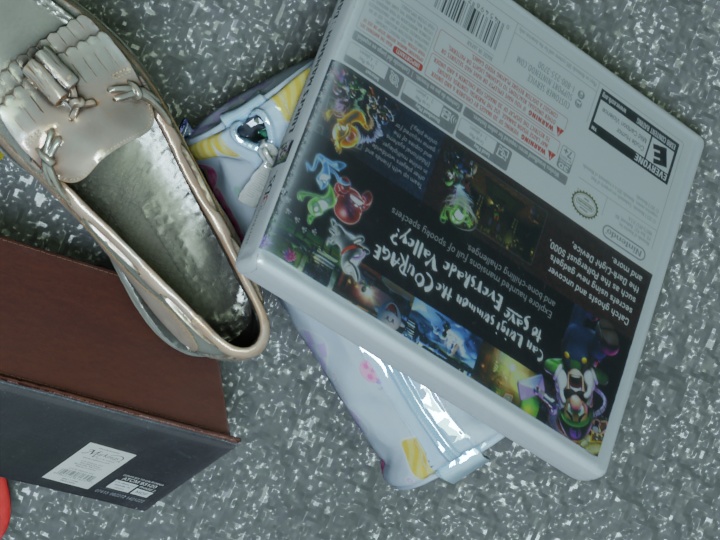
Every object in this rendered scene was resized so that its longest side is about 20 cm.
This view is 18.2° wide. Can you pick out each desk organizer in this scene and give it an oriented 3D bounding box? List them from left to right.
[{"bbox_3d":[-0.154,0.037,0.973,0.200,0.072,0.077,19,48,-40],"label":"desk organizer"}]

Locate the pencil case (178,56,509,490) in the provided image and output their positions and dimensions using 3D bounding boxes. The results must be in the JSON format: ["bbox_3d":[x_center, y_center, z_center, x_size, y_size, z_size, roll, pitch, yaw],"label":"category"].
[{"bbox_3d":[0.000,0.000,1.016,0.083,0.091,0.200,-32,100,-6],"label":"pencil case"}]

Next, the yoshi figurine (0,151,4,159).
[{"bbox_3d":[-0.255,-0.088,0.959,0.112,0.112,0.200,-43,97,3],"label":"yoshi figurine"}]

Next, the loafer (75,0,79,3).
[{"bbox_3d":[-0.166,-0.160,0.981,0.068,0.076,0.200,-40,99,2],"label":"loafer"}]

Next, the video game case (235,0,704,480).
[{"bbox_3d":[0.055,-0.031,0.997,0.200,0.023,0.182,32,63,-25],"label":"video game case"}]

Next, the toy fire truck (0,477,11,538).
[{"bbox_3d":[-0.224,0.163,0.981,0.200,0.049,0.141,-35,113,-33],"label":"toy fire truck"}]

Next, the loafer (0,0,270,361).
[{"bbox_3d":[-0.099,-0.044,0.949,0.072,0.063,0.200,-40,111,-11],"label":"loafer"}]
